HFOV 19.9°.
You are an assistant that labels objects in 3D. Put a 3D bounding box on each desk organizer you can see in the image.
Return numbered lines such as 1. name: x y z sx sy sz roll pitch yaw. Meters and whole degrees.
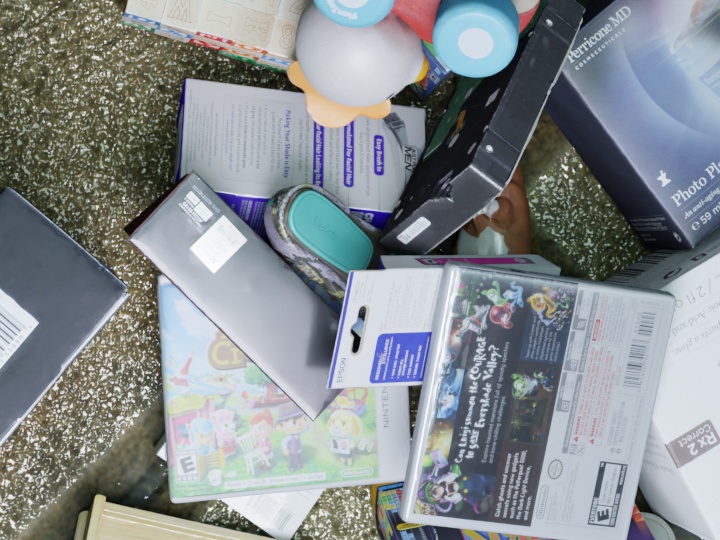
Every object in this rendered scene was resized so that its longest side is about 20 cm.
1. desk organizer: -0.087 0.016 1.569 0.072 0.077 0.200 -46 104 -4

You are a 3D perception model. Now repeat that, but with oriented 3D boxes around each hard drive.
1. hard drive: 0.094 -0.110 1.566 0.038 0.140 0.201 35 53 -12

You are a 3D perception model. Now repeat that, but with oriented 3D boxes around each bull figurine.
1. bull figurine: 0.101 -0.024 1.664 0.065 0.121 0.202 0 100 27

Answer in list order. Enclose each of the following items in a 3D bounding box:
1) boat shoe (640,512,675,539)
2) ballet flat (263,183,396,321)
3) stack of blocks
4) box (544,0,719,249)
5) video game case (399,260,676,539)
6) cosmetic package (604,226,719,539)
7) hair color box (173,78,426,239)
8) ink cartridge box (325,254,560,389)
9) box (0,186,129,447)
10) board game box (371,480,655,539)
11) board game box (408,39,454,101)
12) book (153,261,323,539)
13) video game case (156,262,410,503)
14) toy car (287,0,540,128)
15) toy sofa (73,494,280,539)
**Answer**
1. boat shoe: 0.165 0.253 1.696 0.198 0.062 0.075 -17 52 -21
2. ballet flat: 0.000 0.000 1.589 0.200 0.072 0.072 40 84 -27
3. stack of blocks: -0.086 -0.199 1.620 0.198 0.115 0.059 14 89 -10
4. box: 0.268 -0.154 1.685 0.200 0.123 0.199 -40 96 -8
5. video game case: 0.133 0.102 1.550 0.180 0.023 0.202 8 102 -13
6. cosmetic package: 0.285 0.085 1.669 0.164 0.165 0.201 -31 96 -7
7. hair color box: -0.048 -0.082 1.632 0.198 0.065 0.110 6 56 -8
8. ink cartridge box: 0.059 0.038 1.556 0.199 0.037 0.096 -1 111 -36
9. box: -0.285 0.049 1.546 0.124 0.197 0.200 41 84 -8
10. board game box: 0.123 0.215 1.641 0.198 0.166 0.057 -10 121 -11
11. board game box: 0.121 -0.221 1.647 0.200 0.135 0.035 -41 91 -7
12. book: -0.057 0.103 1.668 0.133 0.048 0.201 36 86 -11
13. video game case: -0.059 0.086 1.635 0.198 0.022 0.184 -4 98 -11
14. toy car: 0.025 -0.180 1.515 0.175 0.185 0.201 21 129 -7
15. toy sofa: -0.135 0.249 1.646 0.198 0.098 0.084 13 66 -10
